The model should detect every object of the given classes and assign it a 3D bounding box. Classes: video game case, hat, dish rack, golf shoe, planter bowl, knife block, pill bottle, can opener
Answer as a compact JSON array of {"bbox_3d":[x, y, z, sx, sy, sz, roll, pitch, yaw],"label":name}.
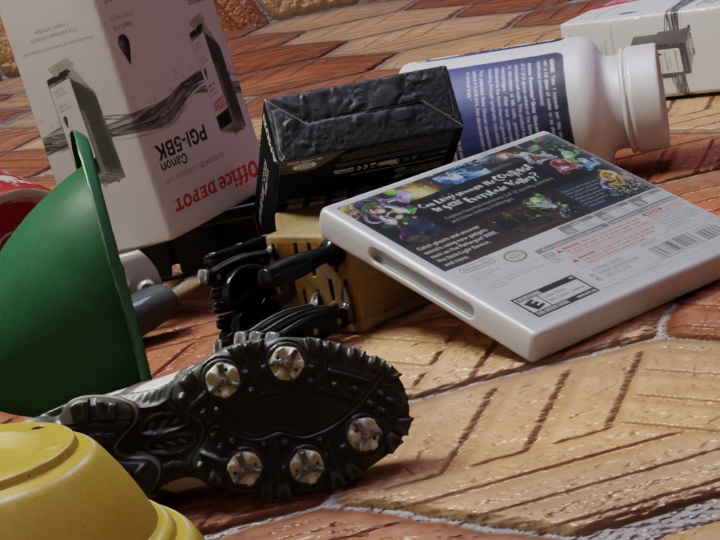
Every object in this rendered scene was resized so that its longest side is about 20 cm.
[{"bbox_3d":[0.108,-0.020,1.218,0.200,0.023,0.182,-21,38,-37],"label":"video game case"},{"bbox_3d":[-0.207,0.040,1.076,0.176,0.200,0.166,-15,34,-7],"label":"hat"},{"bbox_3d":[-0.115,-0.051,1.580,0.153,0.055,0.200,-11,19,-4],"label":"dish rack"},{"bbox_3d":[-0.076,0.074,0.987,0.200,0.077,0.088,-10,4,-3],"label":"golf shoe"},{"bbox_3d":[-0.155,0.116,0.841,0.200,0.084,0.200,-11,13,3],"label":"planter bowl"},{"bbox_3d":[0.000,0.000,1.265,0.200,0.064,0.176,-11,13,-2],"label":"knife block"},{"bbox_3d":[0.136,-0.121,1.570,0.200,0.111,0.111,-8,13,12],"label":"pill bottle"},{"bbox_3d":[-0.218,0.036,1.312,0.200,0.053,0.067,-16,13,-18],"label":"can opener"}]

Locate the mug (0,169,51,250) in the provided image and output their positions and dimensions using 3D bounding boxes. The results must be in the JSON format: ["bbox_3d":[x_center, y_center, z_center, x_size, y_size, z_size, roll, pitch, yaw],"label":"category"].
[{"bbox_3d":[-0.265,-0.029,1.458,0.177,0.134,0.200,-31,24,-26],"label":"mug"}]

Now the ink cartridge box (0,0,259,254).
[{"bbox_3d":[-0.154,-0.124,1.395,0.083,0.200,0.147,-11,12,30],"label":"ink cartridge box"}]

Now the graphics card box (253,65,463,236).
[{"bbox_3d":[-0.006,-0.066,1.372,0.125,0.051,0.200,-11,-18,-8],"label":"graphics card box"}]

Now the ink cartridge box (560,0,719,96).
[{"bbox_3d":[0.311,-0.216,1.905,0.200,0.084,0.145,-4,14,31],"label":"ink cartridge box"}]
